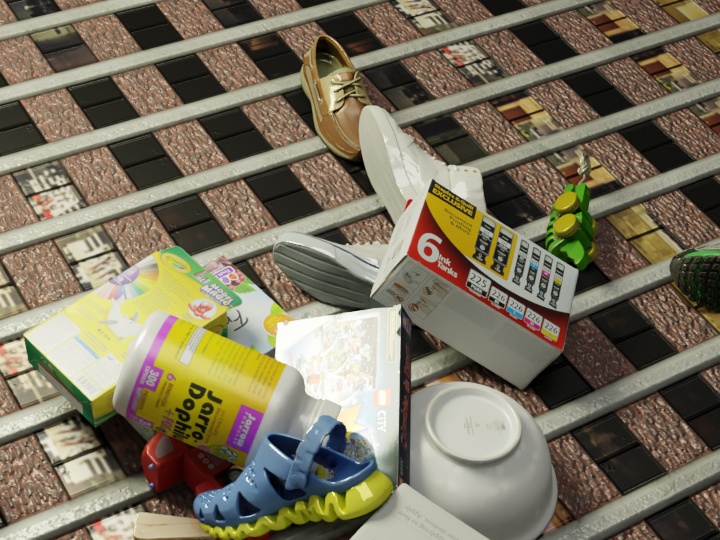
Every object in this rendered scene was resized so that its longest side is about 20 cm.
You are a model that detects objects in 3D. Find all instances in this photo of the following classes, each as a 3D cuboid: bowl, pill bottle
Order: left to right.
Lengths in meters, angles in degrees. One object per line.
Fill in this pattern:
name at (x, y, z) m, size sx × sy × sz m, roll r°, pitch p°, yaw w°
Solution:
pill bottle at (-0.122, 0.121, 1.320) m, size 0.198 × 0.105 × 0.105 m, roll 22°, pitch 45°, yaw 1°
bowl at (0.105, 0.179, 1.404) m, size 0.199 × 0.091 × 0.202 m, roll 4°, pitch 45°, yaw -4°

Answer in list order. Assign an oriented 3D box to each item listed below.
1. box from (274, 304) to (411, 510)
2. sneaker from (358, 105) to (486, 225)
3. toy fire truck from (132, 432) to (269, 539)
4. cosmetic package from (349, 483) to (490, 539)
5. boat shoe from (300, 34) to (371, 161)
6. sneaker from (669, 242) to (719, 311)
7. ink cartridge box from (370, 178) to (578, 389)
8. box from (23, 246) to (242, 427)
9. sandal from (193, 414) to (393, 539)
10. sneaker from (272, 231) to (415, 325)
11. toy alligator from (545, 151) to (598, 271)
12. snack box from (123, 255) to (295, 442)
box at (-0.019, 0.138, 1.390) m, size 0.135 × 0.038 × 0.202 m, roll -8°, pitch 58°, yaw 18°
sneaker at (0.079, -0.117, 1.707) m, size 0.115 × 0.074 × 0.201 m, roll -13°, pitch 66°, yaw -25°
toy fire truck at (-0.162, 0.239, 1.328) m, size 0.140 × 0.049 × 0.200 m, roll -27°, pitch 55°, yaw -32°
cosmetic package at (0.035, 0.327, 1.186) m, size 0.164 × 0.166 × 0.200 m, roll 31°, pitch 48°, yaw 23°
boat shoe at (-0.028, -0.222, 1.800) m, size 0.075 × 0.074 × 0.201 m, roll -12°, pitch 50°, yaw -20°
sneaker at (0.446, -0.006, 1.667) m, size 0.198 × 0.079 × 0.085 m, roll -1°, pitch 37°, yaw -23°
ink cartridge box at (0.131, 0.000, 1.547) m, size 0.199 × 0.084 × 0.176 m, roll 31°, pitch 43°, yaw -10°
box at (-0.225, 0.059, 1.431) m, size 0.199 × 0.049 × 0.117 m, roll -35°, pitch 58°, yaw -29°
sandal at (-0.067, 0.182, 1.252) m, size 0.199 × 0.088 × 0.079 m, roll -19°, pitch 5°, yaw 28°
sneaker at (0.000, 0.000, 1.589) m, size 0.198 × 0.073 × 0.071 m, roll 23°, pitch 43°, yaw 0°
toy alligator at (0.250, -0.065, 1.704) m, size 0.054 × 0.059 × 0.201 m, roll -22°, pitch 36°, yaw 27°
snack box at (-0.178, 0.081, 1.484) m, size 0.199 × 0.053 × 0.142 m, roll -31°, pitch 57°, yaw -32°
